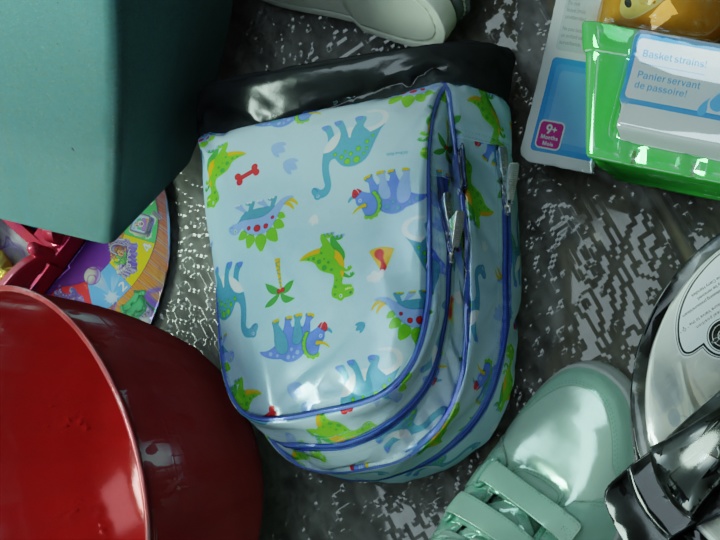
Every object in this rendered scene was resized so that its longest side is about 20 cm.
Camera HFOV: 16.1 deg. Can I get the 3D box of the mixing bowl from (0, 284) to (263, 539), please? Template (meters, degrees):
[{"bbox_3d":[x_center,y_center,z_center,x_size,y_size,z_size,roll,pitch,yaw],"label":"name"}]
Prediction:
[{"bbox_3d":[-0.116,0.102,1.203,0.199,0.108,0.202,10,103,50],"label":"mixing bowl"}]

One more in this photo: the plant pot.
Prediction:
[{"bbox_3d":[-0.142,-0.125,1.212,0.140,0.141,0.201,13,124,20],"label":"plant pot"}]

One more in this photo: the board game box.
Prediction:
[{"bbox_3d":[-0.196,-0.016,1.312,0.198,0.039,0.159,-8,76,17],"label":"board game box"}]

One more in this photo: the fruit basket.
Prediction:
[{"bbox_3d":[0.177,-0.131,1.168,0.184,0.094,0.202,13,92,21],"label":"fruit basket"}]

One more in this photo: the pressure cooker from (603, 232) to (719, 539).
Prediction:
[{"bbox_3d":[0.207,0.060,1.068,0.177,0.200,0.177,15,85,22],"label":"pressure cooker"}]

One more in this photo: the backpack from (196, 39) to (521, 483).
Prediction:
[{"bbox_3d":[0.000,0.000,1.196,0.162,0.154,0.202,-7,90,19],"label":"backpack"}]

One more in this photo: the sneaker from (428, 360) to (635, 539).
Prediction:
[{"bbox_3d":[0.060,0.126,1.150,0.073,0.118,0.201,29,88,24],"label":"sneaker"}]

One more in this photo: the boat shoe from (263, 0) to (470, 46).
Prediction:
[{"bbox_3d":[-0.022,-0.171,1.271,0.199,0.073,0.062,25,66,31],"label":"boat shoe"}]
